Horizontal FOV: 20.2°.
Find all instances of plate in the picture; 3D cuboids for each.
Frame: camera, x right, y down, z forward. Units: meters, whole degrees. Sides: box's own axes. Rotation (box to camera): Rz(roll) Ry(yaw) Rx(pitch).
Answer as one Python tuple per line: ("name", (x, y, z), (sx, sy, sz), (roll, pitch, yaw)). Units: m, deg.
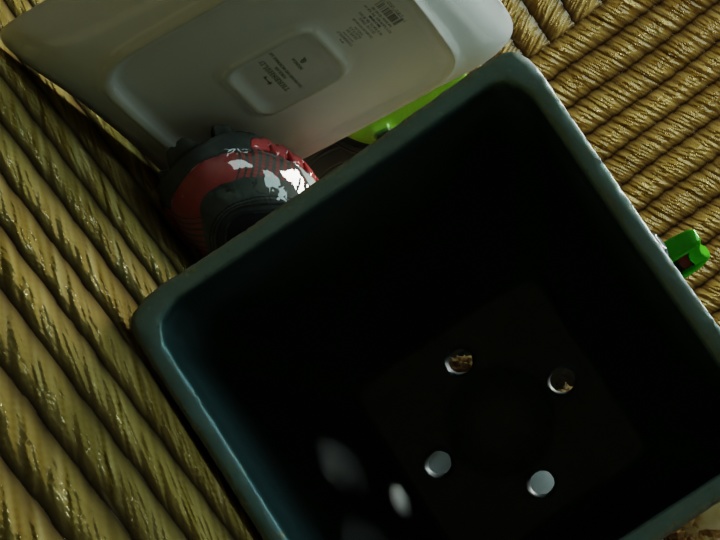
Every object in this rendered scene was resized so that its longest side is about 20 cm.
("plate", (-0.040, -0.107, 0.979), (0.200, 0.200, 0.032), (42, 24, -57))

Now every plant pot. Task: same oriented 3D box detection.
("plant pot", (0.051, 0.059, 0.886), (0.196, 0.196, 0.200), (56, 2, 14))

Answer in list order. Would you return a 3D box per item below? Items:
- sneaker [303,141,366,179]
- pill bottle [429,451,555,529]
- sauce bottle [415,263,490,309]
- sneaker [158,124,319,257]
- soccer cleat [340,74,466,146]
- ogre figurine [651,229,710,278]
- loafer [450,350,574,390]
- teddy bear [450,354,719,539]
("sneaker", (-0.035, -0.065, 1.185), (0.106, 0.075, 0.200), (95, -21, -53))
("pill bottle", (0.114, 0.168, 1.052), (0.200, 0.104, 0.104), (53, 8, -15))
("sauce bottle", (0.070, 0.006, 1.043), (0.200, 0.066, 0.066), (26, 26, -46))
("sneaker", (-0.028, 0.004, 1.021), (0.200, 0.071, 0.098), (47, 9, -48))
("soccer cleat", (-0.038, -0.107, 1.104), (0.081, 0.200, 0.068), (-126, -140, -56))
("ogre figurine", (0.153, 0.006, 1.189), (0.200, 0.098, 0.120), (43, 13, 27))
("loafer", (0.070, 0.037, 1.193), (0.067, 0.076, 0.200), (50, 3, 41))
("teddy bear", (0.130, 0.112, 1.121), (0.067, 0.200, 0.145), (-48, 135, -40))
